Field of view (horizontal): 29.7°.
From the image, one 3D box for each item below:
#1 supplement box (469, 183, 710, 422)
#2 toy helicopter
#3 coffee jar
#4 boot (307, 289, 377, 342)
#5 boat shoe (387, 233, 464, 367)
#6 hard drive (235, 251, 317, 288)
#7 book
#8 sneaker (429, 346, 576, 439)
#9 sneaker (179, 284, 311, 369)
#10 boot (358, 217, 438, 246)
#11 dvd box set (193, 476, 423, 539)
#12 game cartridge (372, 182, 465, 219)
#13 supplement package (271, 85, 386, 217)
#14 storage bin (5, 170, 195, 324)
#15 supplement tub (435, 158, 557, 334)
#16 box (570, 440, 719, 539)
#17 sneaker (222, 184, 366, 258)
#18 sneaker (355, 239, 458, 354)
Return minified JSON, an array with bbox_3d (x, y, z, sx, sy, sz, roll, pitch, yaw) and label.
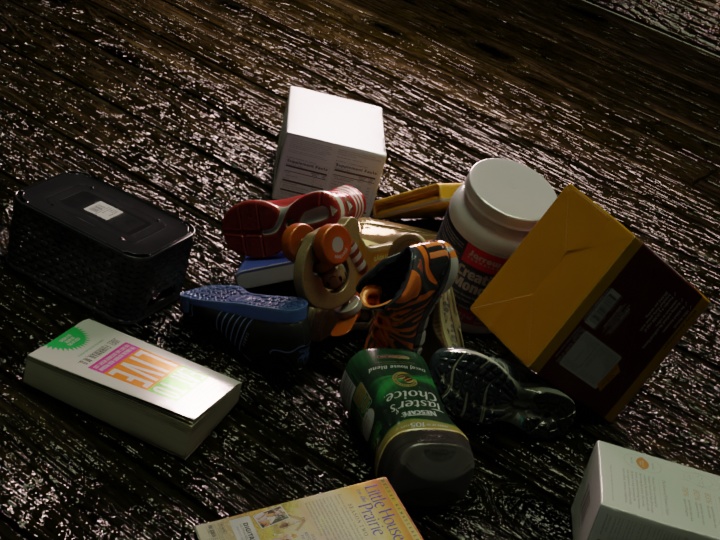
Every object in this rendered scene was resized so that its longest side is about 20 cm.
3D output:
[{"bbox_3d":[0.282,0.042,1.660,0.199,0.198,0.133,33,9,-43],"label":"supplement box"},{"bbox_3d":[0.000,0.000,1.629,0.198,0.135,0.078,-14,11,-42],"label":"toy helicopter"},{"bbox_3d":[0.050,0.171,1.481,0.103,0.086,0.201,5,29,-21],"label":"coffee jar"},{"bbox_3d":[0.023,0.059,1.704,0.154,0.074,0.200,25,24,14],"label":"boot"},{"bbox_3d":[0.082,0.052,1.640,0.072,0.203,0.063,-9,8,28],"label":"boat shoe"},{"bbox_3d":[-0.081,-0.039,1.818,0.130,0.026,0.201,-11,22,15],"label":"hard drive"},{"bbox_3d":[-0.243,0.120,1.466,0.197,0.049,0.134,20,22,12],"label":"book"},{"bbox_3d":[0.157,0.139,1.611,0.198,0.078,0.086,26,12,-25],"label":"sneaker"},{"bbox_3d":[-0.139,0.067,1.606,0.198,0.079,0.070,9,19,41],"label":"sneaker"},{"bbox_3d":[0.082,-0.050,1.954,0.197,0.067,0.176,9,26,-11],"label":"boot"},{"bbox_3d":[-0.041,0.266,1.250,0.197,0.030,0.147,-12,34,-18],"label":"dvd box set"},{"bbox_3d":[0.145,-0.106,2.026,0.198,0.033,0.175,-6,-3,-35],"label":"game cartridge"},{"bbox_3d":[-0.049,-0.183,2.083,0.153,0.112,0.201,13,26,-7],"label":"supplement package"},{"bbox_3d":[-0.317,-0.032,1.657,0.198,0.095,0.135,26,28,17],"label":"storage bin"},{"bbox_3d":[0.168,-0.030,1.786,0.138,0.202,0.141,12,39,-10],"label":"supplement tub"},{"bbox_3d":[0.329,0.275,1.423,0.197,0.099,0.125,16,26,1],"label":"box"},{"bbox_3d":[-0.078,-0.065,1.778,0.198,0.080,0.115,-4,6,35],"label":"sneaker"},{"bbox_3d":[0.028,0.051,1.560,0.077,0.202,0.111,36,24,32],"label":"sneaker"}]
